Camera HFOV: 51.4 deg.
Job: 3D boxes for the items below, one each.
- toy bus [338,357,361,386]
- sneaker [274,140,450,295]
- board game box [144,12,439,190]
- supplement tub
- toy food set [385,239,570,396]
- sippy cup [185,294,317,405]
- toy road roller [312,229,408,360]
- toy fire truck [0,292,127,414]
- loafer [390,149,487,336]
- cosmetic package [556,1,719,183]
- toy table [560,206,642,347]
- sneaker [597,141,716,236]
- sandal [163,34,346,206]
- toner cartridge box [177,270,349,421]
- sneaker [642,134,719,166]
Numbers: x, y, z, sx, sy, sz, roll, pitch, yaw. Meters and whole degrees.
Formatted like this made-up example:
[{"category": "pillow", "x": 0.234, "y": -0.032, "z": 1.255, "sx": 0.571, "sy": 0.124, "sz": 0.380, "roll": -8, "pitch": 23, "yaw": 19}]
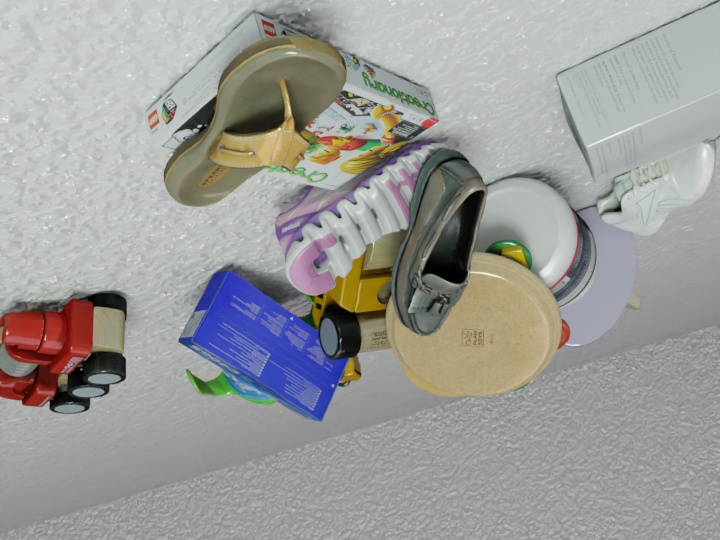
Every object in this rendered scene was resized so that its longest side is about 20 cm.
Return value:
[{"category": "toy bus", "x": -0.102, "y": 0.153, "z": 1.205, "sx": 0.199, "sy": 0.079, "sz": 0.065, "roll": -9, "pitch": 161, "yaw": 9}, {"category": "sneaker", "x": -0.003, "y": -0.067, "z": 0.718, "sx": 0.200, "sy": 0.088, "sz": 0.081, "roll": -36, "pitch": 135, "yaw": -9}, {"category": "board game box", "x": -0.046, "y": -0.119, "z": 0.579, "sx": 0.126, "sy": 0.035, "sz": 0.199, "roll": -29, "pitch": 158, "yaw": 35}, {"category": "supplement tub", "x": 0.212, "y": -0.024, "z": 0.920, "sx": 0.140, "sy": 0.141, "sz": 0.200, "roll": -24, "pitch": 161, "yaw": 22}, {"category": "toy food set", "x": 0.127, "y": 0.062, "z": 0.827, "sx": 0.197, "sy": 0.201, "sz": 0.049, "roll": -11, "pitch": -152, "yaw": 18}, {"category": "sippy cup", "x": -0.140, "y": 0.094, "z": 0.993, "sx": 0.139, "sy": 0.179, "sz": 0.130, "roll": 16, "pitch": 159, "yaw": 20}, {"category": "toy road roller", "x": 0.000, "y": 0.000, "z": 0.886, "sx": 0.122, "sy": 0.146, "sz": 0.201, "roll": -6, "pitch": 122, "yaw": -30}, {"category": "toy fire truck", "x": -0.377, "y": 0.101, "z": 0.822, "sx": 0.199, "sy": 0.129, "sz": 0.176, "roll": 13, "pitch": 148, "yaw": -36}, {"category": "loafer", "x": 0.076, "y": -0.011, "z": 0.710, "sx": 0.071, "sy": 0.063, "sz": 0.201, "roll": -12, "pitch": 127, "yaw": -25}, {"category": "cosmetic package", "x": 0.290, "y": -0.165, "z": 0.676, "sx": 0.199, "sy": 0.082, "sz": 0.113, "roll": -23, "pitch": 161, "yaw": 15}, {"category": "toy table", "x": 0.321, "y": 0.017, "z": 1.088, "sx": 0.201, "sy": 0.183, "sz": 0.117, "roll": -60, "pitch": 165, "yaw": -4}, {"category": "sneaker", "x": 0.371, "y": -0.105, "z": 0.943, "sx": 0.080, "sy": 0.071, "sz": 0.201, "roll": 8, "pitch": 151, "yaw": -9}, {"category": "sandal", "x": -0.072, "y": -0.085, "z": 0.509, "sx": 0.080, "sy": 0.054, "sz": 0.200, "roll": 0, "pitch": 156, "yaw": -40}, {"category": "toner cartridge box", "x": -0.110, "y": 0.093, "z": 0.895, "sx": 0.200, "sy": 0.095, "sz": 0.043, "roll": 38, "pitch": 155, "yaw": -28}, {"category": "sneaker", "x": 0.346, "y": -0.153, "z": 0.764, "sx": 0.199, "sy": 0.075, "sz": 0.084, "roll": -24, "pitch": 156, "yaw": 21}]
